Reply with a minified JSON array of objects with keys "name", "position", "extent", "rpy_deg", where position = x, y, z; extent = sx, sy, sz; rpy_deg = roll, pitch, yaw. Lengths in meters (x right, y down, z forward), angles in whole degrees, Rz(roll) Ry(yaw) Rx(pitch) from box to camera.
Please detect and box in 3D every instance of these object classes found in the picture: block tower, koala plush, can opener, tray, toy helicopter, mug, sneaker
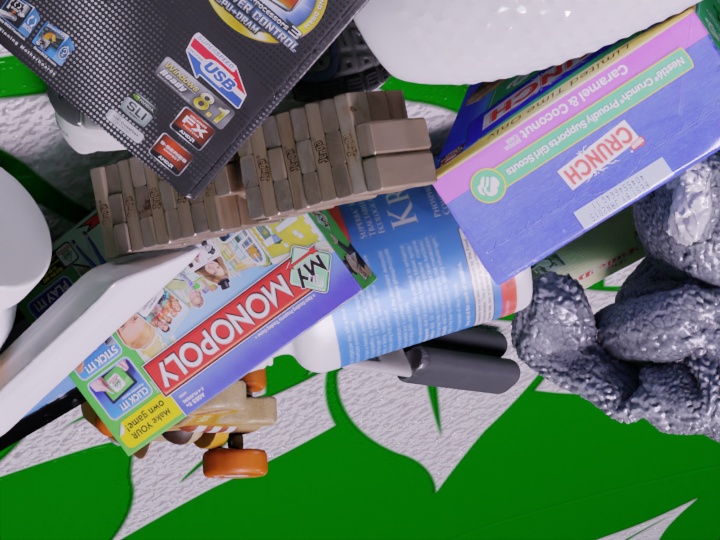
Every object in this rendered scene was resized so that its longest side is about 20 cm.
[{"name":"block tower","position":[-0.056,-0.052,1.083],"extent":[0.199,0.054,0.058],"rpy_deg":[-12,178,36]},{"name":"koala plush","position":[0.227,-0.007,1.288],"extent":[0.177,0.183,0.201],"rpy_deg":[-13,127,-44]},{"name":"can opener","position":[0.047,0.053,1.444],"extent":[0.066,0.053,0.199],"rpy_deg":[-39,146,29]},{"name":"tray","position":[-0.186,0.049,1.167],"extent":[0.200,0.022,0.107],"rpy_deg":[-41,173,25]},{"name":"toy helicopter","position":[-0.119,0.094,1.339],"extent":[0.131,0.079,0.200],"rpy_deg":[1,169,-11]},{"name":"mug","position":[0.069,-0.175,0.971],"extent":[0.175,0.148,0.200],"rpy_deg":[-24,166,16]},{"name":"sneaker","position":[-0.078,-0.109,1.100],"extent":[0.199,0.075,0.087],"rpy_deg":[-8,166,-15]}]

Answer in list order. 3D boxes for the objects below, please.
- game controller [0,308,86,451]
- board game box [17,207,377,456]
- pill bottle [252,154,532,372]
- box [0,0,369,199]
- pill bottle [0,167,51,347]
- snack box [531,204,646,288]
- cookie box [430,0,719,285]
[{"name":"game controller","position":[-0.215,0.062,1.309],"extent":[0.199,0.042,0.104],"rpy_deg":[-31,149,16]},{"name":"board game box","position":[-0.106,0.006,1.200],"extent":[0.200,0.135,0.029],"rpy_deg":[-36,-178,25]},{"name":"pill bottle","position":[0.000,0.000,1.267],"extent":[0.199,0.113,0.112],"rpy_deg":[-18,151,-7]},{"name":"box","position":[-0.105,-0.150,0.898],"extent":[0.200,0.044,0.160],"rpy_deg":[40,128,-8]},{"name":"pill bottle","position":[-0.270,0.027,1.140],"extent":[0.116,0.117,0.200],"rpy_deg":[12,138,-43]},{"name":"snack box","position":[0.179,-0.045,1.377],"extent":[0.199,0.037,0.116],"rpy_deg":[-28,149,13]},{"name":"cookie box","position":[0.136,-0.096,1.114],"extent":[0.171,0.075,0.200],"rpy_deg":[-32,-167,20]}]
